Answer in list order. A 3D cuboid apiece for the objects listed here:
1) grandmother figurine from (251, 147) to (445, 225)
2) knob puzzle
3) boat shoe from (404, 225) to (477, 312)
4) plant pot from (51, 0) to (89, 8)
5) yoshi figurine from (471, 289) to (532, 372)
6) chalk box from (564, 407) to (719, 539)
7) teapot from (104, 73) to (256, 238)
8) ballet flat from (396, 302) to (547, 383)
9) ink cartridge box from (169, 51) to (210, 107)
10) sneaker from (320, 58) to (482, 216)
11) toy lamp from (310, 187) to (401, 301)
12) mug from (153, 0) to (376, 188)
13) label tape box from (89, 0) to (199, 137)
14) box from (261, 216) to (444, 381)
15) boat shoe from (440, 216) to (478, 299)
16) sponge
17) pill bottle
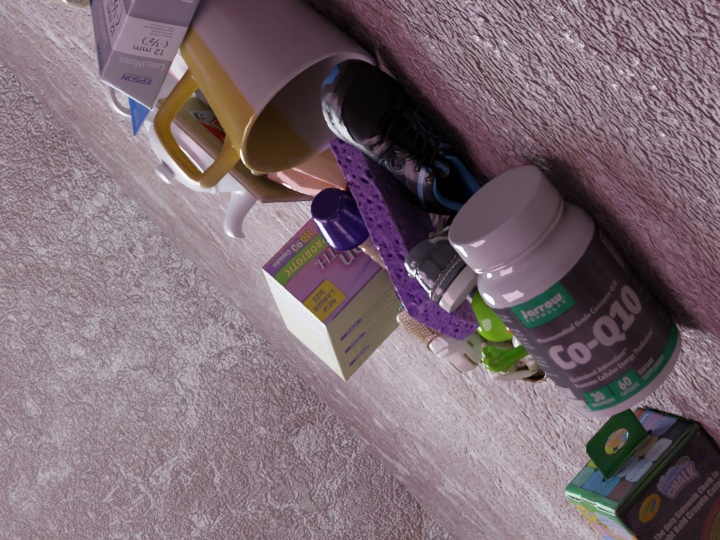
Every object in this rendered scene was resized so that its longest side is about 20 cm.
[{"bbox_3d":[-0.007,-0.088,1.702,0.199,0.122,0.061,19,-179,14],"label":"grandmother figurine"},{"bbox_3d":[-0.103,-0.125,1.834,0.219,0.031,0.220,24,-155,-12],"label":"knob puzzle"},{"bbox_3d":[0.090,-0.022,1.519,0.062,0.073,0.200,35,-157,5],"label":"boat shoe"},{"bbox_3d":[-0.335,-0.364,1.769,0.183,0.201,0.201,27,162,25],"label":"plant pot"},{"bbox_3d":[0.148,0.037,1.627,0.112,0.112,0.200,59,175,13],"label":"yoshi figurine"},{"bbox_3d":[0.295,0.221,1.685,0.200,0.124,0.124,49,169,-14],"label":"chalk box"},{"bbox_3d":[-0.188,-0.164,2.013,0.200,0.146,0.198,43,169,18],"label":"teapot"},{"bbox_3d":[0.124,0.076,1.736,0.199,0.066,0.070,13,145,-34],"label":"ballet flat"},{"bbox_3d":[-0.181,-0.267,1.761,0.146,0.083,0.200,41,169,22],"label":"ink cartridge box"},{"bbox_3d":[0.044,-0.117,1.527,0.200,0.073,0.082,40,171,-38],"label":"sneaker"},{"bbox_3d":[0.014,-0.025,1.648,0.058,0.058,0.200,38,180,35],"label":"toy lamp"},{"bbox_3d":[-0.103,-0.185,1.553,0.153,0.186,0.150,50,161,22],"label":"mug"},{"bbox_3d":[-0.211,-0.245,1.580,0.066,0.200,0.144,8,-133,-27],"label":"label tape box"},{"bbox_3d":[0.000,0.000,1.827,0.097,0.176,0.200,41,169,17],"label":"box"},{"bbox_3d":[0.106,-0.008,1.716,0.069,0.057,0.200,41,168,22],"label":"boat shoe"},{"bbox_3d":[0.042,-0.034,1.582,0.111,0.030,0.201,28,-146,-57],"label":"sponge"},{"bbox_3d":[0.168,0.017,1.415,0.200,0.113,0.113,48,169,-21],"label":"pill bottle"}]
